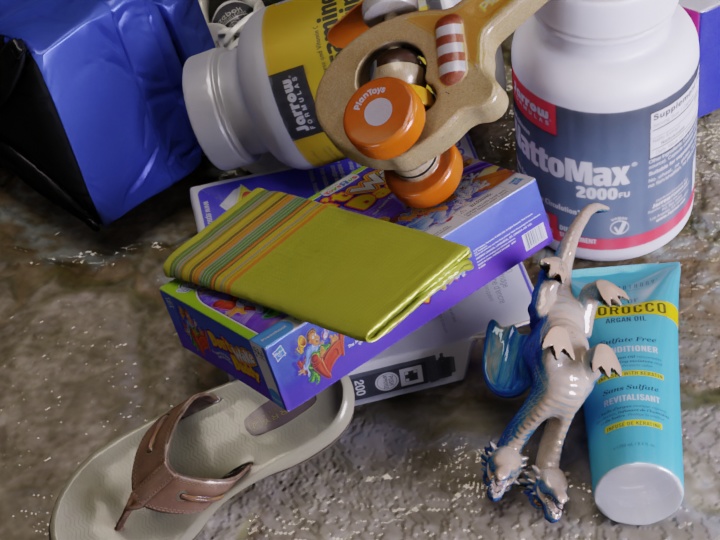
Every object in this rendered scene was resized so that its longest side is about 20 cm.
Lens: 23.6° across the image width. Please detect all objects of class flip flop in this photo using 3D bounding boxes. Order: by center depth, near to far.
[{"bbox_3d":[-0.092,0.108,0.997,0.199,0.058,0.081,-29,72,-9],"label":"flip flop"}]

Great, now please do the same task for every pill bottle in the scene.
[{"bbox_3d":[0.157,-0.116,1.108,0.119,0.201,0.120,-5,44,4],"label":"pill bottle"},{"bbox_3d":[-0.012,-0.132,1.141,0.199,0.112,0.112,-16,42,16],"label":"pill bottle"}]

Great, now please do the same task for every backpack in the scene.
[{"bbox_3d":[-0.206,-0.141,1.226,0.167,0.163,0.199,-34,37,-31],"label":"backpack"}]

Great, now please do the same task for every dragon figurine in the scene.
[{"bbox_3d":[0.109,0.047,1.016,0.059,0.100,0.201,18,47,-15],"label":"dragon figurine"}]

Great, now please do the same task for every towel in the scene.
[{"bbox_3d":[-0.029,-0.003,0.991,0.086,0.018,0.199,-40,34,-25],"label":"towel"}]

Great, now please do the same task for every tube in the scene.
[{"bbox_3d":[0.162,0.063,1.041,0.077,0.051,0.201,-1,39,5],"label":"tube"}]

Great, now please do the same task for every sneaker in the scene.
[{"bbox_3d":[-0.077,-0.142,1.259,0.076,0.081,0.200,-21,47,-15],"label":"sneaker"}]

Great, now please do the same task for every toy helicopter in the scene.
[{"bbox_3d":[0.056,-0.144,1.020,0.200,0.079,0.132,-39,54,4],"label":"toy helicopter"}]

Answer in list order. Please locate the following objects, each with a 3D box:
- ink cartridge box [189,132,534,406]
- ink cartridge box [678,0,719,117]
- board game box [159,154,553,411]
[{"bbox_3d":[0.000,0.000,1.126,0.199,0.044,0.199,-14,45,-3],"label":"ink cartridge box"},{"bbox_3d":[0.201,-0.170,1.232,0.199,0.095,0.037,22,52,28],"label":"ink cartridge box"},{"bbox_3d":[-0.004,-0.003,1.039,0.199,0.045,0.134,-32,29,-22],"label":"board game box"}]
